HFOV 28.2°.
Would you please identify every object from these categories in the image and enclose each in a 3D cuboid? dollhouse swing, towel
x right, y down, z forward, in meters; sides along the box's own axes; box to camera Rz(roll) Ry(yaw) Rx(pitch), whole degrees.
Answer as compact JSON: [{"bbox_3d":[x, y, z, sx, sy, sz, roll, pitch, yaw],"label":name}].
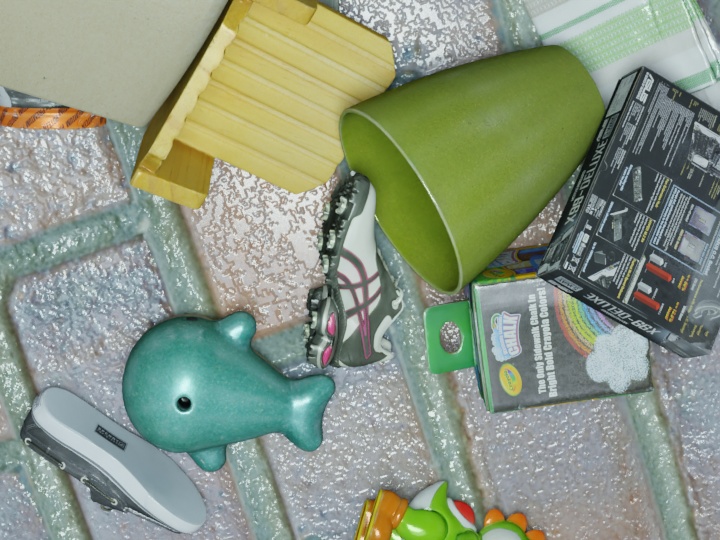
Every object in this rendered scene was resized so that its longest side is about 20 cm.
[{"bbox_3d":[-0.070,-0.139,1.229,0.175,0.182,0.201,30,109,-15],"label":"dollhouse swing"},{"bbox_3d":[0.221,-0.231,1.279,0.148,0.031,0.201,-23,99,33],"label":"towel"}]

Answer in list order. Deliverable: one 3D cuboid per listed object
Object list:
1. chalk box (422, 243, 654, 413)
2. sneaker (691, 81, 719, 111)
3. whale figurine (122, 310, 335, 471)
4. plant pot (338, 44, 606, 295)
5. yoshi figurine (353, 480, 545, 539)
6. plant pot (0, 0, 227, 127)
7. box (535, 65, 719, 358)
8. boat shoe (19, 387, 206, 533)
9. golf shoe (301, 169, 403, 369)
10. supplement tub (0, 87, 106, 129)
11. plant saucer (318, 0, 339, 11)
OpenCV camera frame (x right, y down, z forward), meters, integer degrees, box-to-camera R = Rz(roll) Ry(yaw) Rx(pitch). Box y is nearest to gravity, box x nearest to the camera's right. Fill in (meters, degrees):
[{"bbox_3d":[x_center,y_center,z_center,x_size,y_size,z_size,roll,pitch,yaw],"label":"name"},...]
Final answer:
[{"bbox_3d":[0.157,0.050,1.321,0.197,0.124,0.126,-7,102,2],"label":"chalk box"},{"bbox_3d":[0.359,-0.102,1.323,0.088,0.075,0.202,-25,99,-7],"label":"sneaker"},{"bbox_3d":[-0.125,0.119,1.339,0.198,0.104,0.161,15,100,-4],"label":"whale figurine"},{"bbox_3d":[0.112,-0.111,1.274,0.199,0.187,0.188,-33,100,-14],"label":"plant pot"},{"bbox_3d":[0.092,0.286,1.381,0.198,0.113,0.113,18,116,-7],"label":"yoshi figurine"},{"bbox_3d":[-0.209,-0.230,1.122,0.198,0.200,0.179,16,111,-17],"label":"plant pot"},{"bbox_3d":[0.261,-0.050,1.232,0.157,0.050,0.202,27,76,-12],"label":"box"},{"bbox_3d":[-0.241,0.196,1.375,0.199,0.070,0.066,37,116,-10],"label":"boat shoe"},{"bbox_3d":[0.000,0.000,1.326,0.087,0.077,0.202,5,122,-9],"label":"golf shoe"},{"bbox_3d":[-0.273,-0.229,1.260,0.121,0.123,0.203,1,101,-1],"label":"supplement tub"},{"bbox_3d":[-0.118,-0.239,1.297,0.198,0.050,0.203,0,101,0],"label":"plant saucer"}]
